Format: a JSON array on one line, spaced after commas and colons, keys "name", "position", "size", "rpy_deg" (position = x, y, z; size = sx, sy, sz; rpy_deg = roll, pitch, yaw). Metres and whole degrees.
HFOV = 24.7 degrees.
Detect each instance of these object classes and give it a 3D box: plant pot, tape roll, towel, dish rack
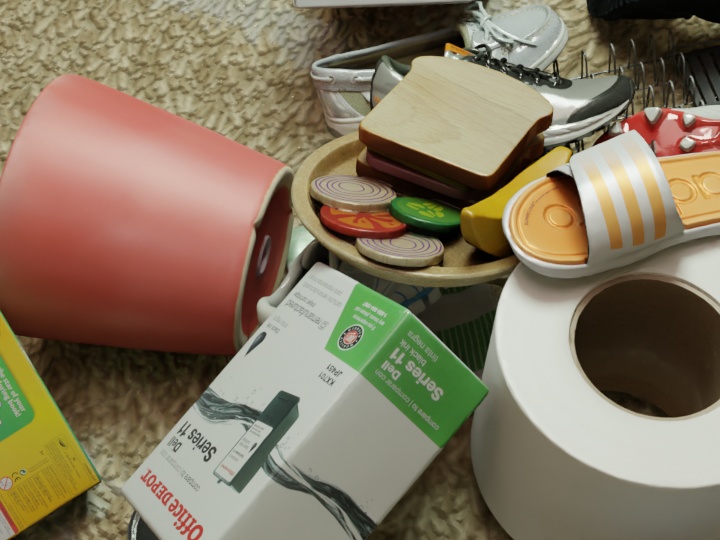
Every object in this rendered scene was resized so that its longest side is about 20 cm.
[{"name": "plant pot", "position": [-0.150, -0.028, 1.195], "size": [0.176, 0.201, 0.201], "rpy_deg": [13, 54, 8]}, {"name": "tape roll", "position": [0.176, 0.083, 1.050], "size": [0.201, 0.139, 0.204], "rpy_deg": [2, 54, -2]}, {"name": "towel", "position": [0.030, 0.029, 1.214], "size": [0.152, 0.023, 0.201], "rpy_deg": [-14, 51, 0]}, {"name": "dish rack", "position": [0.221, -0.125, 1.285], "size": [0.199, 0.055, 0.154], "rpy_deg": [-12, 51, 0]}]

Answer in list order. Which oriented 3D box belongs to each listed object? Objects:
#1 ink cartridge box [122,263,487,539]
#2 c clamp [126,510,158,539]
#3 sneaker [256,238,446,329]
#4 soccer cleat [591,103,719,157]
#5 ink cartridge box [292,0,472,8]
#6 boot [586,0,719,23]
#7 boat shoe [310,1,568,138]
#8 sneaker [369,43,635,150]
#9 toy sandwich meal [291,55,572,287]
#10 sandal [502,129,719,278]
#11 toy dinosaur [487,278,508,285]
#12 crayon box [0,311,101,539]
[{"name": "ink cartridge box", "position": [-0.039, 0.108, 1.017], "size": [0.200, 0.083, 0.146], "rpy_deg": [-50, 27, -7]}, {"name": "c clamp", "position": [-0.071, 0.161, 1.117], "size": [0.170, 0.027, 0.201], "rpy_deg": [13, 62, 31]}, {"name": "sneaker", "position": [0.000, 0.000, 1.169], "size": [0.075, 0.087, 0.200], "rpy_deg": [23, 51, 33]}, {"name": "soccer cleat", "position": [0.266, -0.091, 1.197], "size": [0.199, 0.085, 0.069], "rpy_deg": [-15, 72, 15]}, {"name": "ink cartridge box", "position": [0.028, -0.258, 1.336], "size": [0.146, 0.084, 0.200], "rpy_deg": [-1, 10, 9]}, {"name": "boot", "position": [0.284, -0.225, 1.328], "size": [0.162, 0.198, 0.074], "rpy_deg": [10, 95, -12]}, {"name": "boat shoe", "position": [0.062, -0.163, 1.270], "size": [0.201, 0.065, 0.075], "rpy_deg": [-19, 35, 3]}, {"name": "sneaker", "position": [0.102, -0.129, 1.207], "size": [0.199, 0.080, 0.074], "rpy_deg": [-4, 17, 5]}, {"name": "toy sandwich meal", "position": [0.051, -0.067, 1.095], "size": [0.204, 0.071, 0.206], "rpy_deg": [3, 35, -2]}, {"name": "sandal", "position": [0.184, -0.056, 1.027], "size": [0.206, 0.059, 0.079], "rpy_deg": [-14, 54, -17]}, {"name": "toy dinosaur", "position": [0.178, -0.012, 1.156], "size": [0.199, 0.101, 0.058], "rpy_deg": [-18, 70, 2]}, {"name": "crayon box", "position": [-0.278, 0.089, 1.113], "size": [0.118, 0.201, 0.058], "rpy_deg": [-32, 14, -16]}]
